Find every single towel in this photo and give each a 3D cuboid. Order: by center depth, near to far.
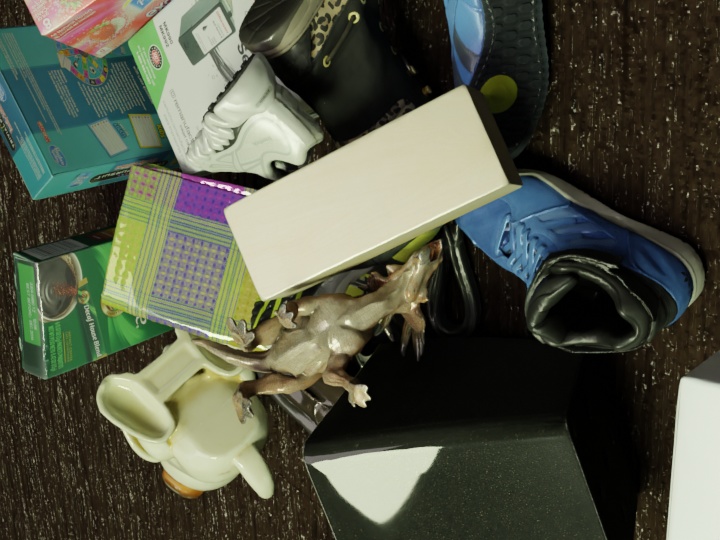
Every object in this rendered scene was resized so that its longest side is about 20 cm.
[{"bbox_3d":[-0.127,-0.008,0.926,0.199,0.023,0.144,14,92,-1],"label":"towel"}]

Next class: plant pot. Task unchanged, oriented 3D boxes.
[{"bbox_3d":[0.100,0.160,0.757,0.177,0.200,0.201,-15,102,23],"label":"plant pot"}]

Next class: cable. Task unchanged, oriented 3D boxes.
[{"bbox_3d":[0.073,-0.043,0.841,0.097,0.050,0.201,-17,105,26],"label":"cable"}]

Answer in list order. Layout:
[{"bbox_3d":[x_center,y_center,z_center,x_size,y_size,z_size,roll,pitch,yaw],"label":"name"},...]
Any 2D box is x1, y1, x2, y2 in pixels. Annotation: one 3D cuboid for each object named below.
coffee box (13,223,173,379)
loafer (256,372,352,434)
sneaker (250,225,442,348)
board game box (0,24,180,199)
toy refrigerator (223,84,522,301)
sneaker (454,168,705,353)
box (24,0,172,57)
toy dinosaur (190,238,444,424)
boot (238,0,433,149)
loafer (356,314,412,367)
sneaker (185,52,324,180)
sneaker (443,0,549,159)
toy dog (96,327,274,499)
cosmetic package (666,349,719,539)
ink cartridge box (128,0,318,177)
[{"bbox_3d":[-0.251,0.019,1.024,0.044,0.200,0.124,15,112,34],"label":"coffee box"},{"bbox_3d":[-0.024,0.117,0.952,0.200,0.073,0.071,50,119,14],"label":"loafer"},{"bbox_3d":[0.000,0.000,0.828,0.200,0.076,0.076,-38,40,22],"label":"sneaker"},{"bbox_3d":[-0.247,-0.160,0.960,0.047,0.200,0.151,-34,81,42],"label":"board game box"},{"bbox_3d":[0.010,-0.053,0.736,0.199,0.070,0.076,-26,85,18],"label":"toy refrigerator"},{"bbox_3d":[0.132,-0.007,0.724,0.199,0.111,0.077,28,129,27],"label":"sneaker"},{"bbox_3d":[-0.196,-0.286,0.887,0.199,0.103,0.095,-30,83,13],"label":"box"},{"bbox_3d":[-0.026,0.051,0.771,0.199,0.135,0.086,-17,95,31],"label":"toy dinosaur"},{"bbox_3d":[0.007,-0.192,0.789,0.073,0.200,0.151,6,145,43],"label":"boot"},{"bbox_3d":[0.011,0.056,0.896,0.072,0.063,0.201,-25,87,43],"label":"loafer"},{"bbox_3d":[-0.082,-0.099,0.776,0.081,0.075,0.200,36,171,-11],"label":"sneaker"},{"bbox_3d":[0.096,-0.178,0.756,0.078,0.066,0.201,-120,23,-60],"label":"sneaker"},{"bbox_3d":[-0.151,0.150,1.003,0.194,0.140,0.200,35,157,6],"label":"toy dog"},{"bbox_3d":[0.305,0.104,0.558,0.199,0.200,0.124,12,112,38],"label":"cosmetic package"},{"bbox_3d":[-0.100,-0.189,0.899,0.200,0.084,0.147,-26,87,44],"label":"ink cartridge box"}]
